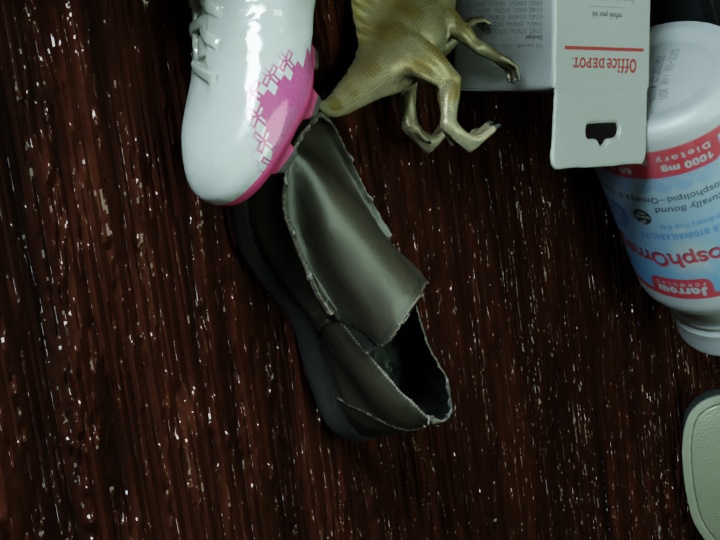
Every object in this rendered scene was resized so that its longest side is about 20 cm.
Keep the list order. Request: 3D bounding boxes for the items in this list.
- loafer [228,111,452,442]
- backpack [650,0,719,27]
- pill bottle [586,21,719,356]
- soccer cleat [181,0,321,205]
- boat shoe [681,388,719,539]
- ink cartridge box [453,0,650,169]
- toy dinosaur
[{"bbox_3d":[0.000,0.000,1.065,0.073,0.071,0.200,-57,137,-38],"label":"loafer"},{"bbox_3d":[0.259,-0.207,1.346,0.147,0.183,0.200,-50,135,-42],"label":"backpack"},{"bbox_3d":[0.208,-0.045,1.350,0.109,0.109,0.200,-59,138,-36],"label":"pill bottle"},{"bbox_3d":[-0.054,-0.128,0.986,0.086,0.070,0.200,34,61,-36],"label":"soccer cleat"},{"bbox_3d":[0.262,0.159,1.512,0.068,0.072,0.200,-103,168,-61],"label":"boat shoe"},{"bbox_3d":[0.107,-0.158,1.219,0.116,0.068,0.200,-6,98,-55],"label":"ink cartridge box"},{"bbox_3d":[0.024,-0.106,1.122,0.101,0.058,0.200,53,46,-20],"label":"toy dinosaur"}]
